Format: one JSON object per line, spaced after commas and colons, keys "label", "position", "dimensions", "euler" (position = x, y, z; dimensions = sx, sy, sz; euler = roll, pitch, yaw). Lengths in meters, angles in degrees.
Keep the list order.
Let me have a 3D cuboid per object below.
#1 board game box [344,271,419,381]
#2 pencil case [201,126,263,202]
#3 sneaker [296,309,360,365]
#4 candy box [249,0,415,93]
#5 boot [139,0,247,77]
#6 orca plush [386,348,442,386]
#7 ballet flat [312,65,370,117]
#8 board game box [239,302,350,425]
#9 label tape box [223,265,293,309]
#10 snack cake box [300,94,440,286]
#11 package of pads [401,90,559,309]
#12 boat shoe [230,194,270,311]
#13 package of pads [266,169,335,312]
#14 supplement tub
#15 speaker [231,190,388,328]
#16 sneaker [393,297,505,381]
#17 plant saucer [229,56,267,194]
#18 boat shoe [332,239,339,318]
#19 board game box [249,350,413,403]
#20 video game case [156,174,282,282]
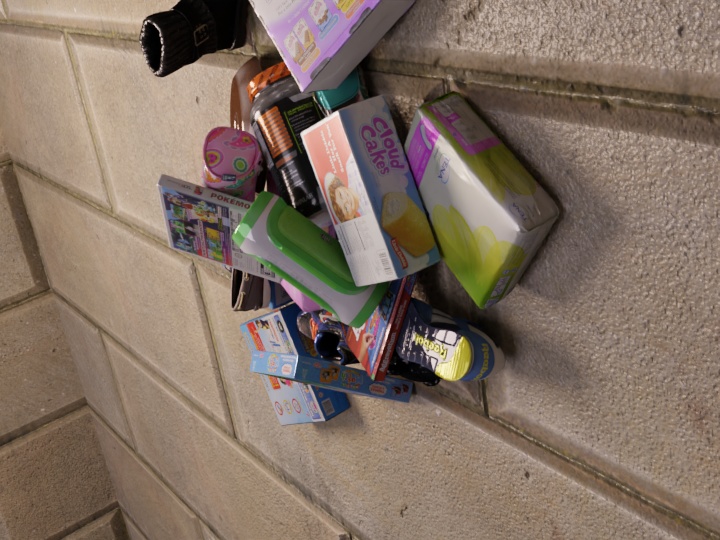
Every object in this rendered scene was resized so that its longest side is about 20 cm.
{"label": "board game box", "position": [0.032, 0.031, 1.226], "dimensions": [0.103, 0.019, 0.204], "euler": [49, 127, 56]}
{"label": "pencil case", "position": [-0.180, -0.119, 1.297], "dimensions": [0.088, 0.086, 0.201], "euler": [57, 161, 15]}
{"label": "sneaker", "position": [-0.047, 0.096, 1.438], "dimensions": [0.199, 0.077, 0.077], "euler": [14, 122, 55]}
{"label": "candy box", "position": [-0.051, -0.345, 1.094], "dimensions": [0.167, 0.071, 0.202], "euler": [-39, 76, 41]}
{"label": "boot", "position": [-0.242, -0.389, 1.335], "dimensions": [0.079, 0.156, 0.214], "euler": [41, 142, 36]}
{"label": "orca plush", "position": [0.049, 0.110, 1.267], "dimensions": [0.198, 0.070, 0.107], "euler": [29, 131, 36]}
{"label": "ballet flat", "position": [-0.015, -0.205, 1.190], "dimensions": [0.064, 0.074, 0.204], "euler": [10, -119, -85]}
{"label": "board game box", "position": [-0.119, 0.165, 1.626], "dimensions": [0.195, 0.055, 0.203], "euler": [-20, 93, 61]}
{"label": "label tape box", "position": [-0.182, -0.047, 1.574], "dimensions": [0.199, 0.065, 0.146], "euler": [38, 139, 43]}
{"label": "snack cake box", "position": [0.010, -0.089, 1.096], "dimensions": [0.115, 0.066, 0.204], "euler": [-10, 101, 65]}
{"label": "package of pads", "position": [0.123, -0.082, 1.044], "dimensions": [0.201, 0.067, 0.156], "euler": [53, 149, 22]}
{"label": "boat shoe", "position": [-0.177, -0.022, 1.454], "dimensions": [0.072, 0.058, 0.203], "euler": [-127, 33, -46]}
{"label": "package of pads", "position": [-0.087, -0.052, 1.393], "dimensions": [0.120, 0.074, 0.204], "euler": [42, 142, 48]}
{"label": "supplement tub", "position": [-0.072, -0.170, 1.243], "dimensions": [0.122, 0.121, 0.203], "euler": [-30, 81, 60]}
{"label": "speaker", "position": [-0.063, -0.013, 1.177], "dimensions": [0.198, 0.089, 0.088], "euler": [36, 149, -6]}
{"label": "sneaker", "position": [0.105, 0.089, 1.174], "dimensions": [0.200, 0.081, 0.075], "euler": [35, 116, 57]}
{"label": "plant saucer", "position": [-0.169, -0.215, 1.385], "dimensions": [0.200, 0.036, 0.205], "euler": [177, 90, -76]}
{"label": "boat shoe", "position": [0.000, 0.000, 1.308], "dimensions": [0.066, 0.072, 0.203], "euler": [13, 133, 8]}
{"label": "board game box", "position": [-0.044, 0.156, 1.371], "dimensions": [0.150, 0.197, 0.037], "euler": [-3, 74, 59]}
{"label": "video game case", "position": [-0.190, -0.055, 1.308], "dimensions": [0.179, 0.023, 0.201], "euler": [18, 156, 1]}
